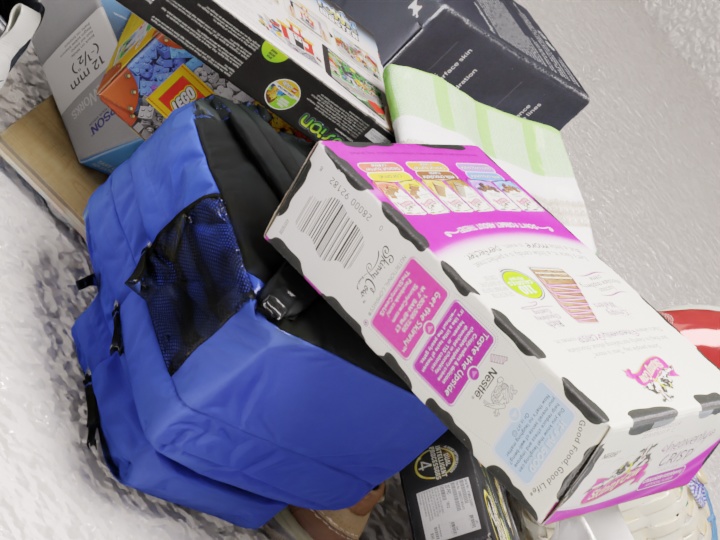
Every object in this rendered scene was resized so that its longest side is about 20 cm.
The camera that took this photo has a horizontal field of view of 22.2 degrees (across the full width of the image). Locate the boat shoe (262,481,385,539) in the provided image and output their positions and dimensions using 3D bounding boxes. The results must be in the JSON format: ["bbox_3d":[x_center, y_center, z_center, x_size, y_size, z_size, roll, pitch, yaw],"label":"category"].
[{"bbox_3d":[-0.017,0.090,1.078,0.076,0.072,0.200,36,23,-28],"label":"boat shoe"}]

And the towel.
[{"bbox_3d":[0.087,-0.020,1.025,0.149,0.031,0.201,20,45,-40],"label":"towel"}]

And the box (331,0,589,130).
[{"bbox_3d":[0.031,-0.133,1.397,0.200,0.197,0.118,23,31,-48],"label":"box"}]

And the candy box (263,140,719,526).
[{"bbox_3d":[0.068,0.022,0.860,0.200,0.061,0.136,45,27,28],"label":"candy box"}]

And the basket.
[{"bbox_3d":[0.168,0.174,1.232,0.177,0.138,0.201,-100,178,-57],"label":"basket"}]

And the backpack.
[{"bbox_3d":[-0.069,0.017,0.962,0.162,0.167,0.201,34,27,-45],"label":"backpack"}]

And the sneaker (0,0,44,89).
[{"bbox_3d":[-0.234,-0.174,1.036,0.079,0.130,0.200,27,29,-45],"label":"sneaker"}]

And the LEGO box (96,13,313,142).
[{"bbox_3d":[-0.068,-0.121,1.126,0.149,0.077,0.200,43,23,-18],"label":"LEGO box"}]

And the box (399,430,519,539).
[{"bbox_3d":[0.062,0.145,1.089,0.200,0.049,0.162,-103,173,-53],"label":"box"}]

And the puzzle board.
[{"bbox_3d":[-0.133,-0.027,1.139,0.200,0.017,0.151,46,19,-7],"label":"puzzle board"}]

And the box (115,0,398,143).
[{"bbox_3d":[-0.063,-0.143,1.020,0.200,0.035,0.110,34,27,-33],"label":"box"}]

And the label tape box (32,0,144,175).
[{"bbox_3d":[-0.122,-0.091,1.167,0.143,0.066,0.201,23,36,-50],"label":"label tape box"}]

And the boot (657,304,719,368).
[{"bbox_3d":[0.157,0.055,1.099,0.144,0.199,0.073,28,60,-80],"label":"boot"}]

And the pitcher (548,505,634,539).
[{"bbox_3d":[0.082,0.213,0.873,0.172,0.200,0.121,48,20,-1],"label":"pitcher"}]
